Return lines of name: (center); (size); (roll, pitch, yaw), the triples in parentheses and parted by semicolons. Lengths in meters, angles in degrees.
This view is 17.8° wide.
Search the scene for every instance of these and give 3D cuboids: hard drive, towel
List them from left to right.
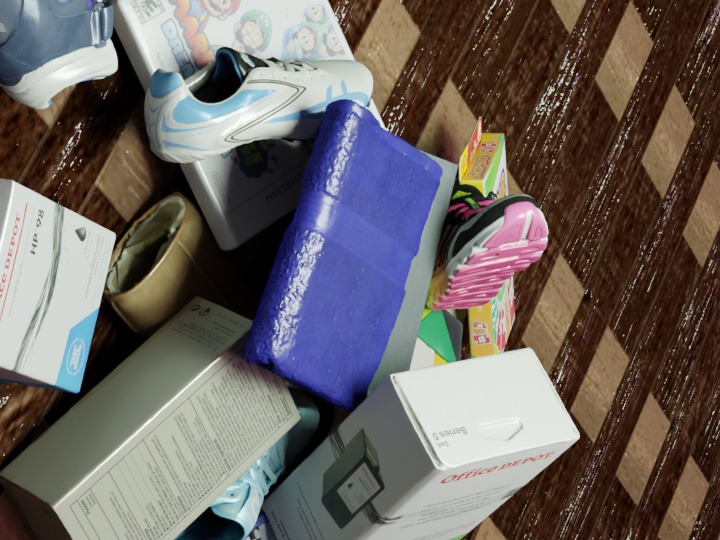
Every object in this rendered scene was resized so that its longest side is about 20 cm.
towel: (-0.016, -0.010, 1.638); (0.148, 0.050, 0.200); (33, 72, -54)
hard drive: (0.000, 0.000, 1.729); (0.140, 0.033, 0.200); (17, 85, -49)

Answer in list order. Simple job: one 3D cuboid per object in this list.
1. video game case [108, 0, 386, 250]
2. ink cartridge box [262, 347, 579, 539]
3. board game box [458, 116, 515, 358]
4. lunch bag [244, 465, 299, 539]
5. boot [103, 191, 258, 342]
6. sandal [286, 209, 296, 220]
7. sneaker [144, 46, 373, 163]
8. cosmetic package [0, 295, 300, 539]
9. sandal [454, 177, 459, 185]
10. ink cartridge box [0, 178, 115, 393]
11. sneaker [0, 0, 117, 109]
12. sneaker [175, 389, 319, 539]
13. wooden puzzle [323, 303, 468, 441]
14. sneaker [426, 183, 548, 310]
video game case: (-0.078, -0.143, 1.690); (0.182, 0.024, 0.200); (-36, 107, -38)
ink cartridge box: (0.043, 0.149, 1.707); (0.145, 0.200, 0.084); (-9, 63, -41)
board game box: (0.108, -0.023, 1.953); (0.096, 0.030, 0.200); (-64, 150, -59)
lunch bag: (-0.058, 0.238, 1.804); (0.200, 0.076, 0.160); (-23, 112, -52)
boot: (-0.093, 0.012, 1.722); (0.200, 0.066, 0.175); (56, 52, -41)
sandal: (-0.025, -0.062, 1.771); (0.200, 0.048, 0.075); (44, 51, -23)
sneaker: (-0.066, -0.127, 1.631); (0.200, 0.072, 0.073); (-17, 122, -40)
cosmetic package: (-0.146, 0.124, 1.618); (0.200, 0.073, 0.104); (-41, 131, -24)
sandal: (0.067, -0.050, 1.940); (0.207, 0.059, 0.079); (-7, 101, -53)
ink cartridge box: (-0.237, 0.006, 1.473); (0.200, 0.067, 0.116); (32, 69, -69)
sneaker: (-0.195, -0.202, 1.540); (0.200, 0.081, 0.147); (-59, 147, -34)
sneaker: (-0.093, 0.167, 1.692); (0.200, 0.082, 0.074); (-39, 136, -23)
wooden puzzle: (0.039, 0.082, 1.866); (0.185, 0.037, 0.200); (40, 54, -52)
sneaker: (0.088, -0.032, 1.810); (0.074, 0.200, 0.088); (-10, 76, -16)
